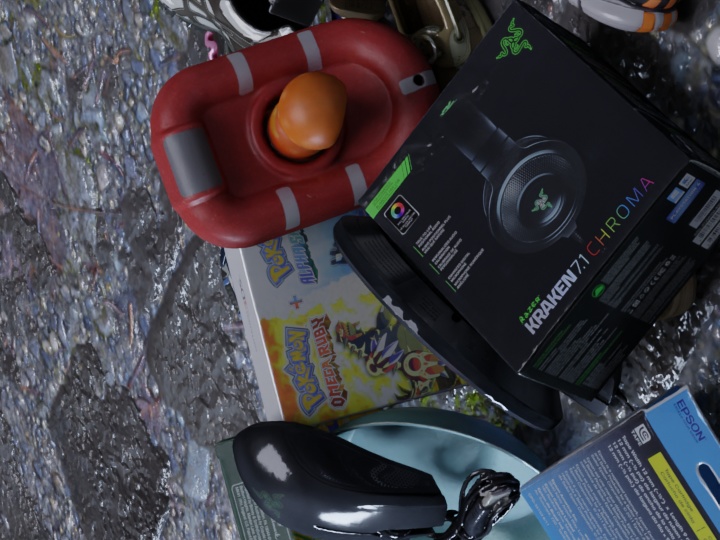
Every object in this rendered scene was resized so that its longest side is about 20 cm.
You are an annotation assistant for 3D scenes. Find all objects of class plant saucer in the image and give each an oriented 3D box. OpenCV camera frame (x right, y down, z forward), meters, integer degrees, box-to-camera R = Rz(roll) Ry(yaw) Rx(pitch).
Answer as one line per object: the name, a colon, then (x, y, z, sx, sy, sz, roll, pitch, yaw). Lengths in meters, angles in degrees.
plant saucer: (0.059, 0.152, 1.687, 0.200, 0.199, 0.036, -44, 23, 52)

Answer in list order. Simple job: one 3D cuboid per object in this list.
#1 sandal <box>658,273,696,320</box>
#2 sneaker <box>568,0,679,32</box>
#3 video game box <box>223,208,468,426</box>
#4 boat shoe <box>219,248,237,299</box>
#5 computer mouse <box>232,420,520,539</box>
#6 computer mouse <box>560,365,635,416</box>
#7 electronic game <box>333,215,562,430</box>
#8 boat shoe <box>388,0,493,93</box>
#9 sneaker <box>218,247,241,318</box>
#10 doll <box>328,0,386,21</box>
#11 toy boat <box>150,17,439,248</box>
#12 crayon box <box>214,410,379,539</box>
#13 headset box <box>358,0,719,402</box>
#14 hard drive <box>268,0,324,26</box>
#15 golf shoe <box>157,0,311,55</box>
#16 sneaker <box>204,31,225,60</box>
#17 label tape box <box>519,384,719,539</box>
sandal: (0.130, -0.007, 1.590, 0.211, 0.069, 0.078, 18, 115, 52)
sneaker: (0.138, -0.237, 1.513, 0.200, 0.077, 0.113, 29, 120, 36)
video game box: (0.000, 0.000, 1.680, 0.047, 0.181, 0.201, 157, 99, -74)
boat shoe: (-0.072, -0.021, 1.802, 0.084, 0.068, 0.201, -42, 56, 28)
computer mouse: (0.002, 0.162, 1.637, 0.139, 0.199, 0.053, 123, 164, -57)
computer mouse: (0.172, 0.095, 1.595, 0.200, 0.034, 0.059, 49, 136, 35)
electronic game: (0.059, 0.034, 1.569, 0.042, 0.200, 0.200, -47, 54, 9)
boat shoe: (0.045, -0.186, 1.663, 0.073, 0.062, 0.201, -22, 83, 55)
sneaker: (-0.085, -0.047, 1.909, 0.077, 0.076, 0.201, -41, 66, 29)
doll: (-0.016, -0.125, 1.768, 0.137, 0.048, 0.201, -101, 15, -49)
toy boat: (-0.037, -0.100, 1.589, 0.131, 0.199, 0.131, 69, 163, 1)
crayon box: (-0.023, 0.173, 1.794, 0.051, 0.200, 0.126, -18, 85, 29)
headset box: (0.119, -0.050, 1.509, 0.174, 0.093, 0.200, -51, 52, 13)
hard drive: (-0.017, -0.290, 1.649, 0.140, 0.038, 0.201, 127, 157, -51)
golf shoe: (-0.095, -0.212, 1.743, 0.200, 0.078, 0.095, 48, 144, 21)
sneaker: (-0.078, -0.218, 1.836, 0.095, 0.079, 0.201, -32, 76, 39)
label tape box: (0.207, 0.157, 1.508, 0.144, 0.066, 0.200, 57, 143, 6)
